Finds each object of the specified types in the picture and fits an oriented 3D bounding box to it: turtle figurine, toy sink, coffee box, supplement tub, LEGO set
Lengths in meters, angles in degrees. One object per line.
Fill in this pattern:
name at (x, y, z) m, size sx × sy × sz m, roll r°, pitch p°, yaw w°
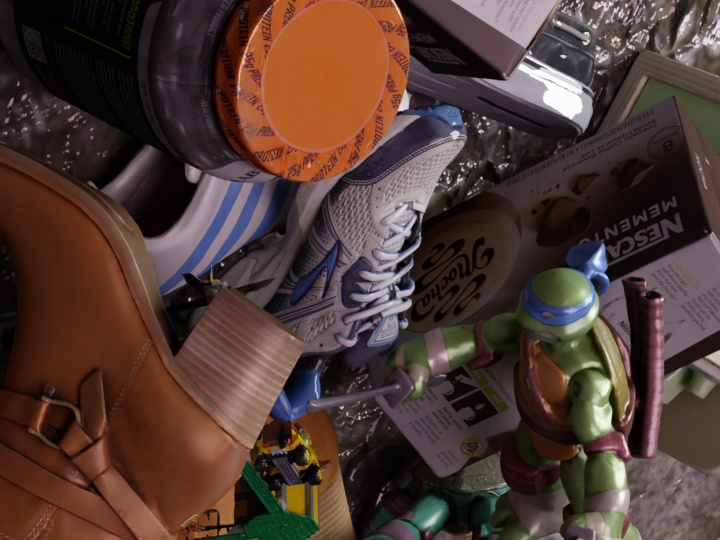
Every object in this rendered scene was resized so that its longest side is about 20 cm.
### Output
turtle figurine at (0.060, 0.138, 1.509) m, size 0.200 × 0.149 × 0.101 m, roll -48°, pitch 127°, yaw -70°
toy sink at (0.183, -0.005, 1.541) m, size 0.112 × 0.130 × 0.201 m, roll 29°, pitch 90°, yaw -42°
coffee box at (0.105, 0.010, 1.425) m, size 0.199 × 0.113 × 0.080 m, roll -26°, pitch 130°, yaw 17°
turtle figurine at (0.071, 0.099, 1.318) m, size 0.195 × 0.143 × 0.201 m, roll 72°, pitch 35°, yaw -47°
coffee box at (-0.001, -0.181, 1.285) m, size 0.200 × 0.113 × 0.080 m, roll 37°, pitch 84°, yaw -17°
supplement tub at (-0.074, -0.114, 1.241) m, size 0.122 × 0.200 × 0.123 m, roll -16°, pitch 118°, yaw -33°
LEGO set at (-0.112, 0.065, 1.321) m, size 0.154 × 0.199 × 0.117 m, roll 49°, pitch 34°, yaw -52°

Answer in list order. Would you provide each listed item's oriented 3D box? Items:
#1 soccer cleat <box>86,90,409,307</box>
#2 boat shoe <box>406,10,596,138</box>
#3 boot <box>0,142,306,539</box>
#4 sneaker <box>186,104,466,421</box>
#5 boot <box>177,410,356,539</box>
soccer cleat at (-0.056, -0.057, 1.359) m, size 0.200 × 0.070 × 0.087 m, roll -36°, pitch 143°, yaw -20°
boat shoe at (0.049, -0.133, 1.430) m, size 0.199 × 0.072 × 0.071 m, roll 24°, pitch 69°, yaw -41°
boot at (-0.142, 0.043, 1.211) m, size 0.155 × 0.199 × 0.074 m, roll -55°, pitch 166°, yaw 1°
sneaker at (0.000, 0.000, 1.340) m, size 0.077 × 0.085 × 0.200 m, roll -9°, pitch 147°, yaw -49°
boot at (-0.095, 0.130, 1.420) m, size 0.201 × 0.071 × 0.145 m, roll -36°, pitch 120°, yaw -26°
